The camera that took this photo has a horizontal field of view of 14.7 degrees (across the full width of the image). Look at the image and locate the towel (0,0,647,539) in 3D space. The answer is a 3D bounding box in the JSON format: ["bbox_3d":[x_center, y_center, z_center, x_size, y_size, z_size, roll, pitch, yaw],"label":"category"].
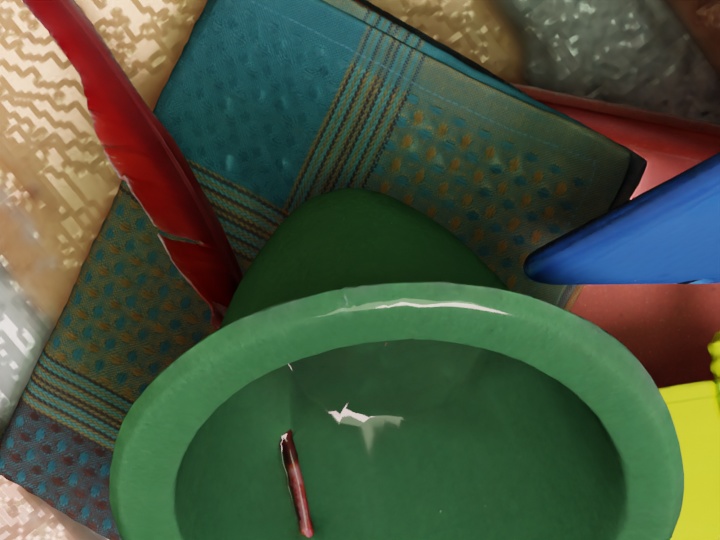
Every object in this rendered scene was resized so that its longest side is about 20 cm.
[{"bbox_3d":[-0.017,0.014,0.884,0.146,0.022,0.201,30,109,7],"label":"towel"}]

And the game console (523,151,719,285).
[{"bbox_3d":[0.161,-0.070,0.808,0.199,0.118,0.172,-1,102,-41],"label":"game console"}]

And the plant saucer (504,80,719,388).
[{"bbox_3d":[0.079,0.040,0.935,0.199,0.037,0.201,10,106,-12],"label":"plant saucer"}]

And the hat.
[{"bbox_3d":[0.000,0.000,0.857,0.165,0.177,0.200,-20,133,13],"label":"hat"}]

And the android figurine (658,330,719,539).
[{"bbox_3d":[0.111,0.121,0.887,0.181,0.041,0.202,-7,82,0],"label":"android figurine"}]
